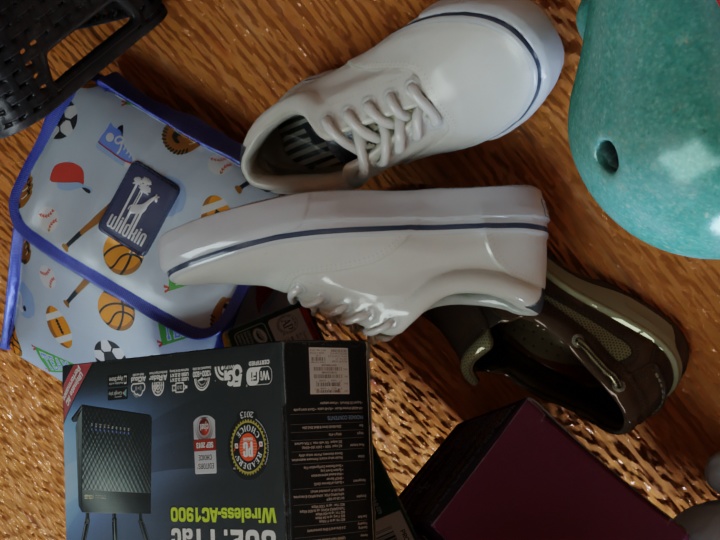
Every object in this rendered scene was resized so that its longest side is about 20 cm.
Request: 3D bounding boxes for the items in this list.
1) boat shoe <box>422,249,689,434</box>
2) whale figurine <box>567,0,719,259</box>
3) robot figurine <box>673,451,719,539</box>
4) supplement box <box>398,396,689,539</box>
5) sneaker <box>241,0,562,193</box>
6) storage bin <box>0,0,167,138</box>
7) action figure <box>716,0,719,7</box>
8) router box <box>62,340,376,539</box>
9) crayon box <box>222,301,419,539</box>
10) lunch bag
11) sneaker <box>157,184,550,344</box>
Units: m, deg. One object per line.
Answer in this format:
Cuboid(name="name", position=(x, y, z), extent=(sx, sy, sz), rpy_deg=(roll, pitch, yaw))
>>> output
Cuboid(name="boat shoe", position=(0.072, 0.023, 0.813), extent=(0.201, 0.075, 0.075), rpy_deg=(24, 139, 22))
Cuboid(name="whale figurine", position=(0.129, -0.099, 0.614), extent=(0.159, 0.103, 0.202), rpy_deg=(20, 131, 58))
Cuboid(name="robot figurine", position=(0.229, 0.168, 0.784), extent=(0.199, 0.112, 0.171), rpy_deg=(-24, 82, 51))
Cuboid(name="supplement box", position=(0.088, 0.145, 0.849), extent=(0.110, 0.086, 0.200), rpy_deg=(40, 168, 1))
Cuboid(name="sneaker", position=(0.016, -0.076, 0.759), extent=(0.199, 0.071, 0.073), rpy_deg=(-20, 112, 49))
Cuboid(name="storage bin", position=(-0.225, -0.143, 0.862), extent=(0.199, 0.135, 0.094), rpy_deg=(-1, 126, 44))
Cuboid(name="action figure", position=(0.147, -0.170, 0.517), extent=(0.098, 0.065, 0.202), rpy_deg=(-22, 87, 35))
Cuboid(name="router box", position=(-0.078, 0.118, 0.790), extent=(0.199, 0.062, 0.152), rpy_deg=(-9, 82, 46))
Cuboid(name="crayon box", position=(-0.013, 0.147, 0.874), extent=(0.173, 0.058, 0.201), rpy_deg=(85, 161, -59))
Cuboid(name="lunch bag", position=(-0.124, -0.005, 0.929), extent=(0.169, 0.124, 0.201), rpy_deg=(30, 127, 15))
Cuboid(name="sneaker", position=(0.000, 0.000, 0.752), extent=(0.198, 0.072, 0.073), rpy_deg=(-5, 171, -4))
